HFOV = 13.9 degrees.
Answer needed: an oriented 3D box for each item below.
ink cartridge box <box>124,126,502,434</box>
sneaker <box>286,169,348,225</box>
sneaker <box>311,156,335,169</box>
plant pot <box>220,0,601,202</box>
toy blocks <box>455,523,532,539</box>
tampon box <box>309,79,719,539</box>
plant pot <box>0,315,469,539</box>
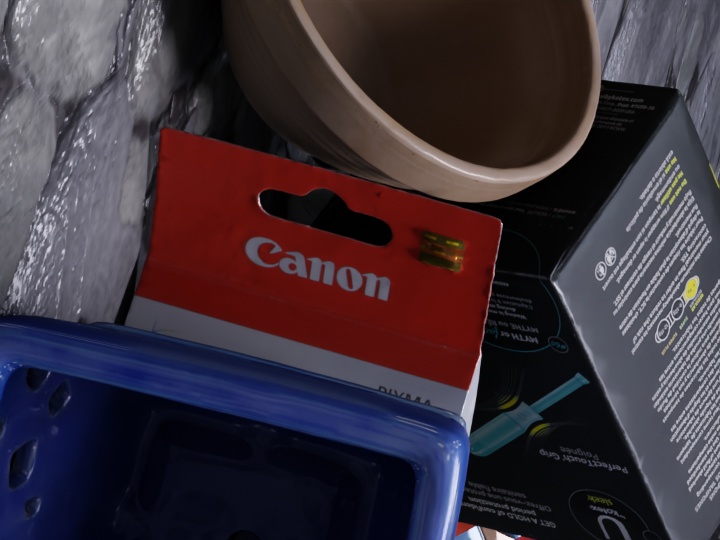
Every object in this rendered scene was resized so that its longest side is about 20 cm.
[{"bbox_3d":[-0.032,0.052,1.289,0.047,0.160,0.200,-56,158,-57],"label":"ink cartridge box"},{"bbox_3d":[0.000,0.000,1.552,0.200,0.076,0.105,-29,134,-73],"label":"sneaker"},{"bbox_3d":[0.031,-0.072,1.475,0.106,0.075,0.200,-53,126,-11],"label":"sneaker"},{"bbox_3d":[0.005,-0.113,1.310,0.093,0.201,0.201,-30,-159,41],"label":"plant pot"},{"bbox_3d":[0.042,0.102,1.598,0.200,0.100,0.137,18,-48,68],"label":"toy blocks"},{"bbox_3d":[0.094,0.022,1.398,0.126,0.150,0.200,-53,135,-30],"label":"tampon box"},{"bbox_3d":[-0.062,0.126,1.194,0.180,0.200,0.200,-24,127,-80],"label":"plant pot"}]
